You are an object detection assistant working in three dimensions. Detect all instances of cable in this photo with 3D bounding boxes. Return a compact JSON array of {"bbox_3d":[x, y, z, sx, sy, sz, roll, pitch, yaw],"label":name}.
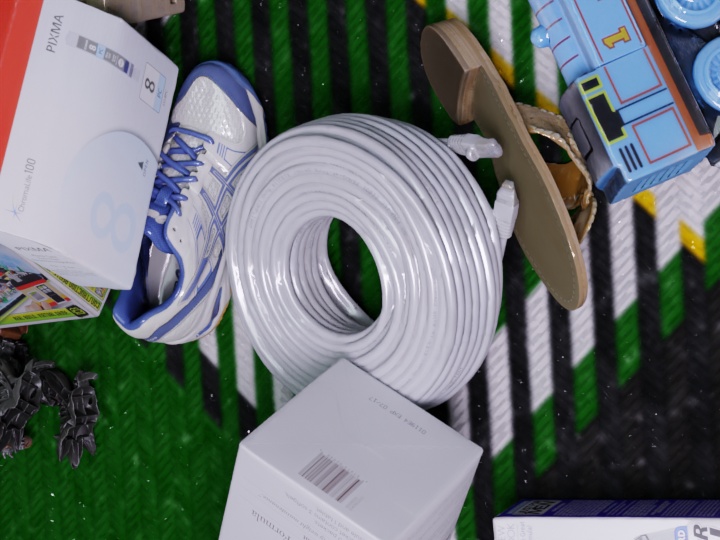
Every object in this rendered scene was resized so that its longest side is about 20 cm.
[{"bbox_3d":[0.000,0.000,0.938,0.199,0.069,0.201,16,115,35],"label":"cable"}]

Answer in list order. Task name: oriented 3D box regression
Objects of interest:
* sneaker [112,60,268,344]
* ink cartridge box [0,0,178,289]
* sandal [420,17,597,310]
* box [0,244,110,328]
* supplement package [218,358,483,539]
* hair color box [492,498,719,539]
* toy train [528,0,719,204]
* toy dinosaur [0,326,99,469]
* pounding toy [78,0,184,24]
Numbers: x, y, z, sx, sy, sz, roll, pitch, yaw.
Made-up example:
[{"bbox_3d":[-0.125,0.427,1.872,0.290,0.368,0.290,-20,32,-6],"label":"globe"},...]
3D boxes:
[{"bbox_3d":[-0.119,-0.046,1.007,0.075,0.088,0.202,11,96,25],"label":"sneaker"},{"bbox_3d":[-0.192,-0.094,0.900,0.047,0.200,0.161,4,74,24],"label":"ink cartridge box"},{"bbox_3d":[0.114,-0.080,0.912,0.069,0.078,0.212,-20,64,-16],"label":"sandal"},{"bbox_3d":[-0.278,-0.002,1.023,0.199,0.110,0.035,-8,52,39],"label":"box"},{"bbox_3d":[-0.018,0.179,0.920,0.113,0.109,0.201,31,130,21],"label":"supplement package"},{"bbox_3d":[0.186,0.198,0.894,0.199,0.065,0.110,-5,91,26],"label":"hair color box"},{"bbox_3d":[0.159,-0.142,0.861,0.114,0.087,0.201,-23,83,-4],"label":"toy train"},{"bbox_3d":[-0.271,0.082,1.084,0.135,0.102,0.201,27,116,36],"label":"toy dinosaur"},{"bbox_3d":[-0.228,-0.274,1.035,0.199,0.142,0.185,6,108,25],"label":"pounding toy"}]
